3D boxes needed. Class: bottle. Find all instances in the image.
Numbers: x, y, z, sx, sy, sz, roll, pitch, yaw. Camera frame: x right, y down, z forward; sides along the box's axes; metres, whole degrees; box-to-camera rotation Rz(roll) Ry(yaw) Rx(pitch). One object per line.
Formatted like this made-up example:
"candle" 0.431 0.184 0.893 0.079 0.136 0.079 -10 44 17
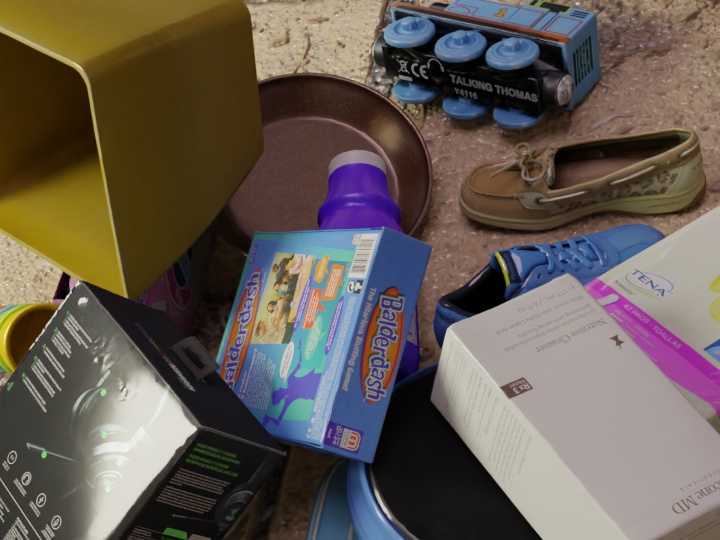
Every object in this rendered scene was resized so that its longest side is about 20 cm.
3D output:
"bottle" 0.000 0.000 1.245 0.083 0.065 0.201 10 54 -19

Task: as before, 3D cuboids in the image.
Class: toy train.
"toy train" 0.110 -0.189 1.420 0.199 0.087 0.114 17 44 33

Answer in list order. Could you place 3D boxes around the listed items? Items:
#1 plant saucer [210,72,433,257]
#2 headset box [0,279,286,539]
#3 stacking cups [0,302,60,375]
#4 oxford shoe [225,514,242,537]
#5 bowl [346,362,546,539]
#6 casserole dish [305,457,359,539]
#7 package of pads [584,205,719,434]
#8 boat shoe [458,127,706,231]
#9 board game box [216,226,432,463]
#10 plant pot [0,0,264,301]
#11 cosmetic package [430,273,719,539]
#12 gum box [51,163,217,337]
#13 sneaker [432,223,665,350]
"plant saucer" -0.040 -0.074 1.347 0.199 0.037 0.201 2 60 -4
"headset box" -0.171 0.130 1.111 0.200 0.093 0.174 -54 51 8
"stacking cups" -0.265 0.055 1.252 0.060 0.061 0.200 -37 12 -20
"oxford shoe" -0.162 0.131 1.203 0.075 0.058 0.200 -42 48 -21
"bowl" 0.090 0.140 1.090 0.200 0.039 0.201 3 47 -3
"casserole dish" 0.014 0.195 1.100 0.121 0.039 0.200 -2 47 15
"package of pads" 0.249 0.041 1.149 0.200 0.068 0.154 -28 45 -22
"boat shoe" 0.175 -0.081 1.304 0.199 0.063 0.073 -7 46 11
"board game box" -0.036 0.048 1.142 0.200 0.045 0.153 2 74 61
"plant pot" -0.183 -0.127 1.213 0.200 0.201 0.176 28 47 36
"cosmetic package" 0.147 0.109 1.043 0.113 0.081 0.200 -23 53 -28
"gum box" -0.175 -0.012 1.305 0.066 0.114 0.200 -3 46 14
"sneaker" 0.145 0.007 1.217 0.200 0.079 0.066 -26 43 -12
